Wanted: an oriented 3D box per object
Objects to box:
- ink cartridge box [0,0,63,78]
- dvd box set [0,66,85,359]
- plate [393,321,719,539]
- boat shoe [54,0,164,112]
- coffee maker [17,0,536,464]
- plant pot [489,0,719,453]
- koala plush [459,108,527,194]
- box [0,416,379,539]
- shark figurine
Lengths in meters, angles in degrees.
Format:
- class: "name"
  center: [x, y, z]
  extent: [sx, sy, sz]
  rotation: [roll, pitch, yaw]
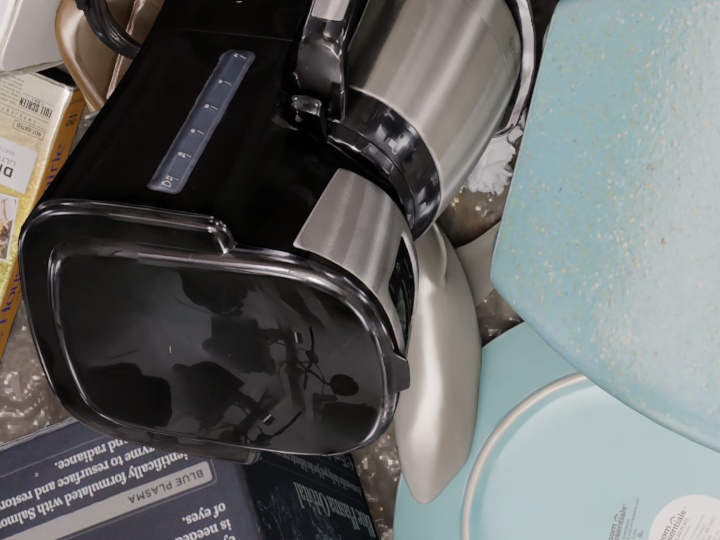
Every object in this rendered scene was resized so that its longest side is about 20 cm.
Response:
- class: "ink cartridge box"
  center: [-0.207, -0.191, 1.147]
  extent: [0.199, 0.083, 0.147]
  rotation: [26, 105, 13]
- class: "dvd box set"
  center: [-0.222, -0.020, 1.204]
  extent: [0.146, 0.029, 0.201]
  rotation: [22, 103, 13]
- class: "plate"
  center: [0.111, 0.110, 1.089]
  extent: [0.199, 0.026, 0.201]
  rotation: [-1, 80, 7]
- class: "boat shoe"
  center: [-0.071, -0.046, 1.137]
  extent: [0.072, 0.065, 0.200]
  rotation: [-33, 106, -2]
- class: "coffee maker"
  center: [-0.048, -0.034, 0.948]
  extent: [0.192, 0.200, 0.135]
  rotation: [-10, 126, 32]
- class: "plant pot"
  center: [0.165, -0.024, 0.992]
  extent: [0.199, 0.196, 0.197]
  rotation: [15, 95, 20]
- class: "koala plush"
  center: [0.024, -0.144, 1.047]
  extent: [0.177, 0.184, 0.200]
  rotation: [30, 118, 11]
- class: "box"
  center: [-0.052, 0.162, 1.022]
  extent: [0.117, 0.197, 0.201]
  rotation: [-21, 74, 11]
- class: "shark figurine"
  center: [-0.005, -0.022, 1.072]
  extent: [0.214, 0.089, 0.128]
  rotation: [43, 74, -4]
